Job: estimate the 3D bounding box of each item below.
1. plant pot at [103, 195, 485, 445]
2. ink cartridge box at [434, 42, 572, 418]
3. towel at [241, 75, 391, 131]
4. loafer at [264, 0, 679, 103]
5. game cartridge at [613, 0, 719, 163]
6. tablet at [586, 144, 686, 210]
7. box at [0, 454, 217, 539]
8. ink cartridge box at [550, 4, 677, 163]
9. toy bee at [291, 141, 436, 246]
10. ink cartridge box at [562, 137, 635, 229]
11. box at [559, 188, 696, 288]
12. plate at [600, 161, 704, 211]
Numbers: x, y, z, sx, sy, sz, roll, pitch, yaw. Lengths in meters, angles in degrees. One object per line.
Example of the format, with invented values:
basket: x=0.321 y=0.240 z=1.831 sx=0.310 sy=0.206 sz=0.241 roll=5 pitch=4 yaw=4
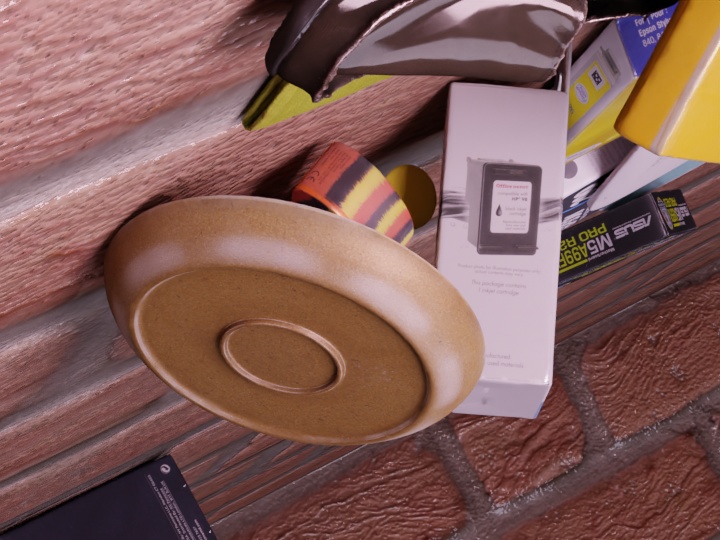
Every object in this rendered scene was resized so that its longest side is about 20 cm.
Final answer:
plant pot: x=-0.037 y=0.035 z=0.908 sx=0.200 sy=0.199 sz=0.028 roll=-40 pitch=-152 yaw=50
ink cartridge box: x=0.076 y=-0.027 z=1.004 sx=0.066 sy=0.202 sz=0.116 roll=4 pitch=166 yaw=3
towel: x=0.043 y=-0.111 z=0.830 sx=0.199 sy=0.018 sz=0.086 roll=-24 pitch=169 yaw=-30
loafer: x=0.055 y=-0.107 z=0.711 sx=0.199 sy=0.072 sz=0.073 roll=-26 pitch=170 yaw=-25
game cartridge: x=0.199 y=-0.140 z=0.797 sx=0.176 sy=0.032 sz=0.201 roll=-1 pitch=119 yaw=-59
tablet: x=0.232 y=-0.099 z=1.248 sx=0.130 sy=0.014 sz=0.200 roll=-29 pitch=171 yaw=-14
box: x=-0.269 y=0.296 z=1.775 sx=0.198 sy=0.124 sz=0.200 roll=-25 pitch=169 yaw=-33
ink cartridge box: x=0.212 y=-0.146 z=1.094 sx=0.197 sy=0.047 sz=0.200 roll=-25 pitch=172 yaw=-23
toy bee: x=0.000 y=0.000 z=1.004 sx=0.131 sy=0.108 sz=0.200 roll=-53 pitch=180 yaw=-2
ink cartridge box: x=0.173 y=-0.074 z=1.375 sx=0.199 sy=0.044 sz=0.198 roll=-28 pitch=172 yaw=-2
box: x=0.204 y=-0.016 z=1.692 sx=0.199 sy=0.045 sz=0.160 roll=-24 pitch=175 yaw=19
plate: x=0.289 y=-0.113 z=1.584 sx=0.199 sy=0.026 sz=0.200 roll=-28 pitch=171 yaw=-5
